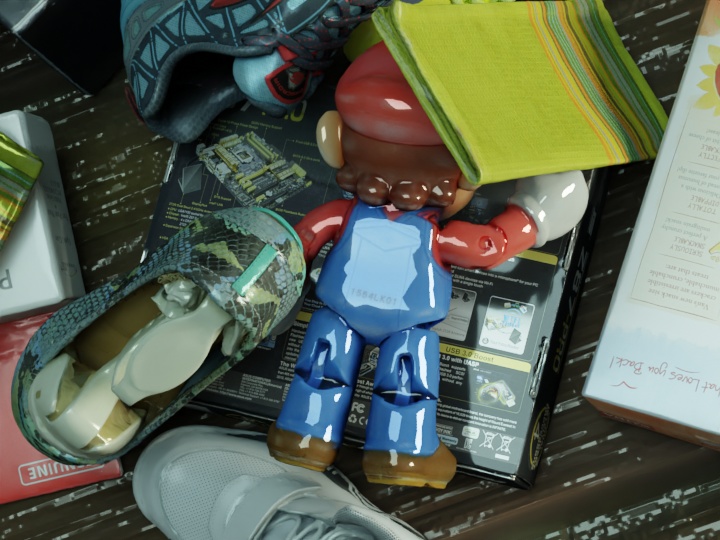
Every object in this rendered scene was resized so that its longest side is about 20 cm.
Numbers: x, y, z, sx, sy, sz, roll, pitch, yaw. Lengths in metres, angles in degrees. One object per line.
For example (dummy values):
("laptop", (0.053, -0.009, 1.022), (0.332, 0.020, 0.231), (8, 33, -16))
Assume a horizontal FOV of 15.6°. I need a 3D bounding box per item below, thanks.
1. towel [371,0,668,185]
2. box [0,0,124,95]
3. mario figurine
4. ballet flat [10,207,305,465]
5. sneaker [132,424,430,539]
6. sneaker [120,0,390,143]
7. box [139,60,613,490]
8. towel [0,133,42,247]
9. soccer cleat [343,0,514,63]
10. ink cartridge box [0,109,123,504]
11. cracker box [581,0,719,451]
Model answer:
("towel", (0.077, -0.081, 1.128), (0.018, 0.200, 0.086), (-38, 77, 27))
("box", (-0.140, -0.228, 1.254), (0.197, 0.117, 0.200), (-45, 73, 0))
("mario figurine", (0.021, -0.007, 1.151), (0.123, 0.106, 0.200), (13, 89, -25))
("ballet flat", (-0.102, 0.041, 1.140), (0.200, 0.074, 0.074), (-43, 67, 40))
("sneaker", (-0.024, 0.121, 1.148), (0.200, 0.115, 0.075), (30, 86, 18))
("sneaker", (-0.022, -0.110, 1.156), (0.200, 0.079, 0.096), (-22, 54, 36))
("box", (0.000, 0.000, 1.205), (0.200, 0.049, 0.161), (12, 82, 16))
("towel", (-0.226, 0.017, 1.199), (0.086, 0.018, 0.200), (28, 93, 10))
("soccer cleat", (0.078, -0.154, 1.212), (0.200, 0.065, 0.084), (-41, 74, 2))
("ink cartridge box", (-0.227, 0.034, 1.238), (0.200, 0.045, 0.176), (-14, 86, 10))
("cracker box", (0.192, -0.015, 1.156), (0.134, 0.058, 0.200), (16, 81, 17))
